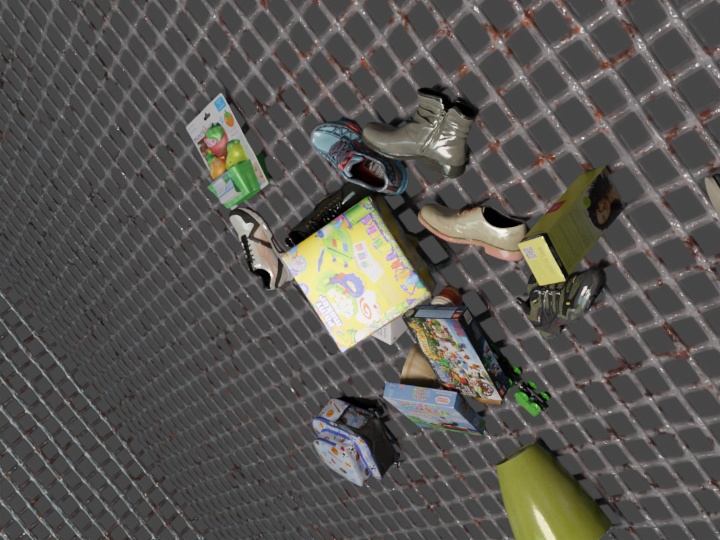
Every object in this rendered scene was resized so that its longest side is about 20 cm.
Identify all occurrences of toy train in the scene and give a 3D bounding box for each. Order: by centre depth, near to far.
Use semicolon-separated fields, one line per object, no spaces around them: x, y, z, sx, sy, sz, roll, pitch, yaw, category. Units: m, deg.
0.272;0.196;1.722;0.200;0.042;0.057;42;155;9;toy train

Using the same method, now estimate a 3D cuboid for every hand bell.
0.187;0.224;1.817;0.197;0.105;0.105;17;136;19;hand bell

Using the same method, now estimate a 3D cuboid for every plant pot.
0.352;0.442;1.768;0.202;0.186;0.187;60;146;9;plant pot

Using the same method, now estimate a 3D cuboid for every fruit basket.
-0.278;-0.234;1.864;0.184;0.093;0.201;-23;102;53;fruit basket

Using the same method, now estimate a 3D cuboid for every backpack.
-0.023;0.394;2.134;0.189;0.153;0.202;24;142;46;backpack

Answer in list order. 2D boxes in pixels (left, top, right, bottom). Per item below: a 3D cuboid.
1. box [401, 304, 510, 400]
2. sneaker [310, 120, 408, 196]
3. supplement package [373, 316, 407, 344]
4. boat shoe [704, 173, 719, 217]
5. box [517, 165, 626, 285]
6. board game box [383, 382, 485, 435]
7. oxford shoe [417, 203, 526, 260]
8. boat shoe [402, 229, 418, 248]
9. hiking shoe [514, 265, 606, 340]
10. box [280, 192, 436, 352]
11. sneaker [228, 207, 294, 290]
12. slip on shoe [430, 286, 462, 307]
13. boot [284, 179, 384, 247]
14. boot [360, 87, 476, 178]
0.176;0.150;1.683;0.135;0.038;0.201;-1;129;45;box
-0.010;-0.199;1.591;0.199;0.095;0.080;32;110;15;sneaker
0.011;0.036;1.787;0.198;0.109;0.115;26;138;29;supplement package
0.532;-0.053;1.211;0.062;0.073;0.201;-35;89;12;boat shoe
0.304;-0.066;1.301;0.050;0.200;0.076;-13;115;51;box
0.150;0.276;1.820;0.149;0.037;0.200;5;157;27;board game box
0.189;-0.085;1.529;0.198;0.071;0.075;19;131;21;oxford shoe
0.018;-0.032;1.710;0.198;0.077;0.071;-4;162;33;boat shoe
0.319;0.039;1.490;0.100;0.076;0.200;41;145;5;hiking shoe
0.000;0.000;1.611;0.191;0.122;0.201;-32;93;13;box
-0.225;-0.047;1.991;0.201;0.080;0.074;52;146;-3;sneaker
0.161;0.105;1.736;0.073;0.061;0.201;25;143;19;slip on shoe
-0.045;-0.104;1.693;0.078;0.138;0.199;51;144;-5;boot
0.096;-0.242;1.489;0.198;0.068;0.132;22;133;21;boot
